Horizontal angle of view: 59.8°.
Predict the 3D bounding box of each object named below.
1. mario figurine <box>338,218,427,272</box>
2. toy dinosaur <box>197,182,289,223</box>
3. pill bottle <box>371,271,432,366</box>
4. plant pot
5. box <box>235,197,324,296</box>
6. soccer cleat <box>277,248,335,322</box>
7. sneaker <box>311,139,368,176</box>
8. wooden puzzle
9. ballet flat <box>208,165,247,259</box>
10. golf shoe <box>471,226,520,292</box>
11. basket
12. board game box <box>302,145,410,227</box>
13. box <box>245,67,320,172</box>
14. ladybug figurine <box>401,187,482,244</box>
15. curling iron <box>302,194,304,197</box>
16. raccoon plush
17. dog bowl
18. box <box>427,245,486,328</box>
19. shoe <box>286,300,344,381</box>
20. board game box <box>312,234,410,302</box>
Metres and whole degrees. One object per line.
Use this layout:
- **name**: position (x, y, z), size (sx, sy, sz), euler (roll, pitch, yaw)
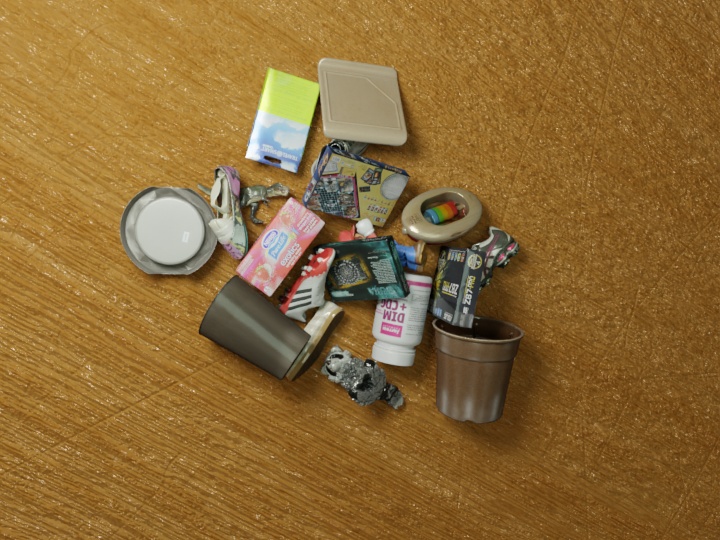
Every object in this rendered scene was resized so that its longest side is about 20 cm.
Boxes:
- **mario figurine**: position (0.050, -0.064, 1.380), size (0.199, 0.106, 0.124), euler (12, 121, 13)
- **toy dinosaur**: position (-0.253, -0.147, 1.367), size (0.199, 0.047, 0.088), euler (-2, 91, -3)
- **pill bottle**: position (0.088, 0.104, 1.394), size (0.113, 0.113, 0.201), euler (9, 92, -9)
- **plant pot**: position (0.252, 0.220, 1.396), size (0.200, 0.200, 0.199), euler (2, 102, -8)
- **box**: position (-0.174, -0.053, 1.354), size (0.095, 0.100, 0.200), euler (37, 89, -9)
- **soccer cleat**: position (-0.102, 0.033, 1.366), size (0.085, 0.069, 0.200), euler (31, 115, -19)
- **sneaker**: position (-0.027, -0.273, 1.352), size (0.076, 0.115, 0.201), euler (39, 88, -8)
- **wooden puzzle**: position (0.001, -0.361, 1.352), size (0.184, 0.037, 0.201), euler (3, 65, -17)
- **ballet flat**: position (-0.282, -0.122, 1.305), size (0.069, 0.071, 0.201), euler (-10, 82, 34)
- **golf shoe**: position (0.276, -0.009, 1.445), size (0.088, 0.077, 0.200), euler (43, 85, 12)
- **basket**: position (-0.215, 0.127, 1.309), size (0.200, 0.180, 0.136), euler (33, 53, 1)
- **board game box**: position (-0.009, -0.175, 1.337), size (0.200, 0.035, 0.136), euler (12, 121, -32)
- **box**: position (-0.169, -0.323, 1.362), size (0.122, 0.048, 0.201), euler (15, 91, -9)
- **ladybug figurine**: position (0.177, -0.115, 1.398), size (0.199, 0.072, 0.136), euler (-19, 60, -18)
- **curling iron**: position (-0.031, -0.168, 1.403), size (0.199, 0.026, 0.050), euler (-3, 97, -8)
- **raccoon plush**: position (-0.006, 0.254, 1.425), size (0.097, 0.134, 0.200), euler (-49, 131, -17)
- **dog bowl**: position (-0.405, -0.085, 1.340), size (0.199, 0.059, 0.201), euler (-1, 95, -8)
- **box**: position (0.206, 0.030, 1.363), size (0.049, 0.200, 0.162), euler (9, 93, -10)
- **shoe**: position (-0.110, 0.157, 1.400), size (0.053, 0.070, 0.200), euler (34, 89, 19)
- **board game box**: position (0.000, 0.000, 1.342), size (0.028, 0.200, 0.136), euler (-40, 118, -48)
